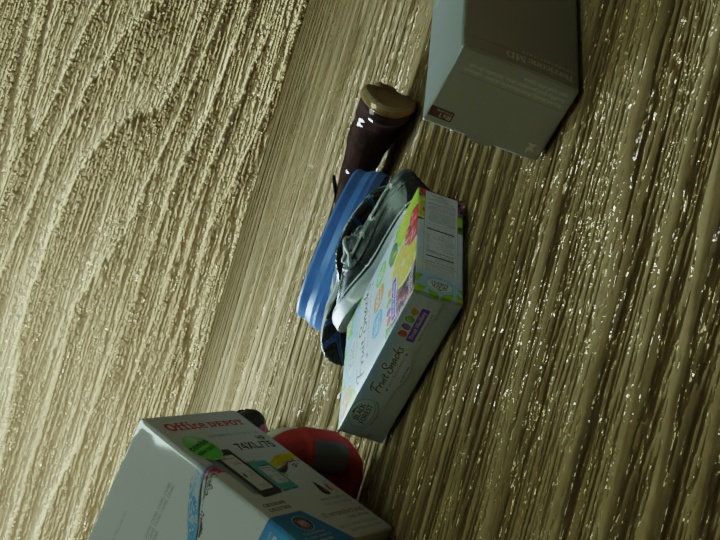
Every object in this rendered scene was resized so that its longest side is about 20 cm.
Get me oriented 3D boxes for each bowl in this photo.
[{"bbox_3d":[-0.023,-0.027,1.531,0.201,0.039,0.203,23,-91,-87],"label":"bowl"}]

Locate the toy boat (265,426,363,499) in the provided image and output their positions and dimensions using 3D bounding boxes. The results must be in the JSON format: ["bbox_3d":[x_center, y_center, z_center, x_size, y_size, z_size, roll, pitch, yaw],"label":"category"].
[{"bbox_3d":[-0.053,0.258,1.229,0.130,0.129,0.203,27,101,49],"label":"toy boat"}]

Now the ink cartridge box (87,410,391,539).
[{"bbox_3d":[-0.109,0.237,1.119,0.146,0.199,0.147,4,-66,-60],"label":"ink cartridge box"}]

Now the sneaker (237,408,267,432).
[{"bbox_3d":[-0.186,0.271,1.795,0.202,0.080,0.086,-62,3,21],"label":"sneaker"}]

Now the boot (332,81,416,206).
[{"bbox_3d":[0.011,-0.146,1.610,0.200,0.071,0.168,-90,18,-78],"label":"boot"}]

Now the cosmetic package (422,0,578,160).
[{"bbox_3d":[0.116,-0.197,1.058,0.202,0.105,0.091,-86,18,-45],"label":"cosmetic package"}]

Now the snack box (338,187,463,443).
[{"bbox_3d":[0.037,0.044,1.215,0.143,0.052,0.201,-83,15,-48],"label":"snack box"}]

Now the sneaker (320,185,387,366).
[{"bbox_3d":[0.000,0.000,1.408,0.077,0.075,0.202,-99,29,-76],"label":"sneaker"}]

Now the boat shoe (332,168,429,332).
[{"bbox_3d":[0.015,-0.019,1.315,0.068,0.073,0.200,53,138,24],"label":"boat shoe"}]
